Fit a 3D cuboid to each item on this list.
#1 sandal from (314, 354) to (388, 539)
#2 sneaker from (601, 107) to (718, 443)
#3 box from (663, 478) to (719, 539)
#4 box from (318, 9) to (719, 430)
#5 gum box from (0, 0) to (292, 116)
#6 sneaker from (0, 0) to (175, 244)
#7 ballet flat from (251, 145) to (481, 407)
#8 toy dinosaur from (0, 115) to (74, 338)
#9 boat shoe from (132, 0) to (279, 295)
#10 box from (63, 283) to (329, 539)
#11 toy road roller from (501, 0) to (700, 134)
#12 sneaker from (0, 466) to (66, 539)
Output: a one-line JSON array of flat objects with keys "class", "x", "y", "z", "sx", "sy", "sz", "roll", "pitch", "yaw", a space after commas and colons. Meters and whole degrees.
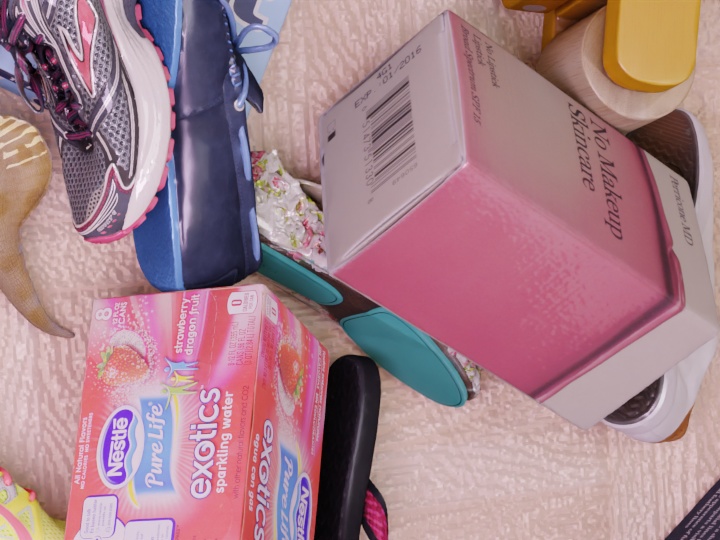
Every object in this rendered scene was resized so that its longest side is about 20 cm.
[{"class": "sandal", "x": -0.005, "y": 0.147, "z": 1.320, "sx": 0.045, "sy": 0.075, "sz": 0.201, "roll": 15, "pitch": 79, "yaw": -26}, {"class": "sneaker", "x": 0.178, "y": 0.006, "z": 1.436, "sx": 0.085, "sy": 0.073, "sz": 0.201, "roll": 31, "pitch": 66, "yaw": -56}, {"class": "box", "x": 0.269, "y": 0.191, "z": 1.392, "sx": 0.148, "sy": 0.200, "sz": 0.107, "roll": -43, "pitch": 107, "yaw": -21}, {"class": "box", "x": 0.085, "y": -0.025, "z": 1.310, "sx": 0.200, "sy": 0.109, "sz": 0.128, "roll": 31, "pitch": 35, "yaw": -31}, {"class": "gum box", "x": -0.116, "y": -0.173, "z": 1.284, "sx": 0.169, "sy": 0.045, "sz": 0.201, "roll": 25, "pitch": 79, "yaw": -25}, {"class": "sneaker", "x": -0.147, "y": -0.112, "z": 1.193, "sx": 0.074, "sy": 0.080, "sz": 0.201, "roll": -12, "pitch": 93, "yaw": -37}, {"class": "ballet flat", "x": 0.000, "y": 0.000, "z": 1.328, "sx": 0.200, "sy": 0.076, "sz": 0.064, "roll": 37, "pitch": 64, "yaw": -25}, {"class": "toy dinosaur", "x": -0.202, "y": -0.034, "z": 1.212, "sx": 0.101, "sy": 0.058, "sz": 0.201, "roll": -16, "pitch": 114, "yaw": -10}, {"class": "boat shoe", "x": -0.085, "y": -0.089, "z": 1.240, "sx": 0.068, "sy": 0.084, "sz": 0.201, "roll": -9, "pitch": 111, "yaw": -31}, {"class": "box", "x": -0.084, "y": 0.118, "z": 1.217, "sx": 0.095, "sy": 0.102, "sz": 0.201, "roll": 49, "pitch": 40, "yaw": -58}, {"class": "toy road roller", "x": 0.112, "y": -0.181, "z": 1.367, "sx": 0.145, "sy": 0.123, "sz": 0.201, "roll": 6, "pitch": 81, "yaw": -16}, {"class": "sneaker", "x": -0.210, "y": 0.105, "z": 1.210, "sx": 0.199, "sy": 0.078, "sz": 0.091, "roll": 21, "pitch": 77, "yaw": -25}]
